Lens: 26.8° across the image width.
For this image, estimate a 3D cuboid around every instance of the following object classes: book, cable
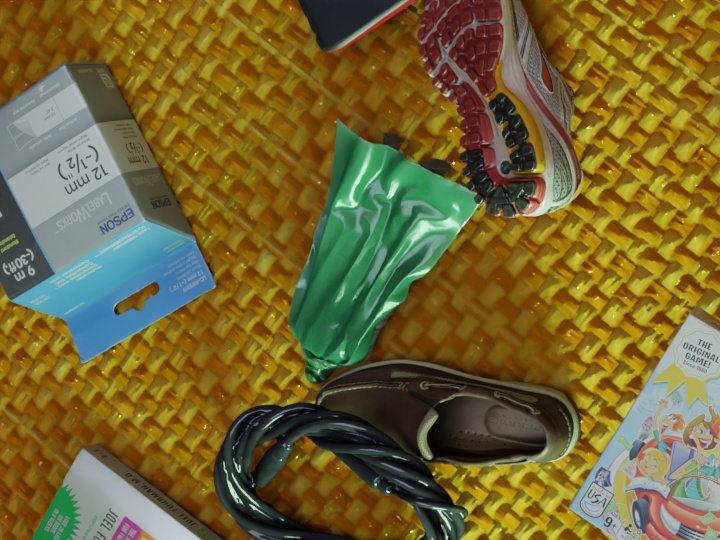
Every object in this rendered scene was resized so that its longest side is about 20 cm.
[{"bbox_3d":[-0.172,0.251,1.220,0.200,0.048,0.134,33,104,16],"label":"book"},{"bbox_3d":[-0.012,0.166,1.116,0.200,0.051,0.163,-7,114,34],"label":"cable"}]

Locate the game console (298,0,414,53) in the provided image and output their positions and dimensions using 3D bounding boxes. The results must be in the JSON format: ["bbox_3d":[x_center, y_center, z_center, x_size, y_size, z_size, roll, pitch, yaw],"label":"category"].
[{"bbox_3d":[0.005,-0.278,1.060,0.177,0.031,0.200,-30,73,22],"label":"game console"}]

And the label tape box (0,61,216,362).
[{"bbox_3d":[-0.223,-0.042,1.184,0.143,0.066,0.200,-29,85,22],"label":"label tape box"}]

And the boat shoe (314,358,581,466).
[{"bbox_3d":[0.053,0.105,1.092,0.202,0.075,0.075,-1,97,21],"label":"boat shoe"}]

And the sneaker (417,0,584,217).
[{"bbox_3d":[0.099,-0.129,1.049,0.078,0.082,0.200,-24,73,42],"label":"sneaker"}]

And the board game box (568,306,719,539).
[{"bbox_3d":[0.235,0.130,0.833,0.200,0.034,0.135,33,106,14],"label":"board game box"}]

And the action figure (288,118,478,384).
[{"bbox_3d":[0.000,0.000,1.109,0.118,0.055,0.200,31,114,13],"label":"action figure"}]
